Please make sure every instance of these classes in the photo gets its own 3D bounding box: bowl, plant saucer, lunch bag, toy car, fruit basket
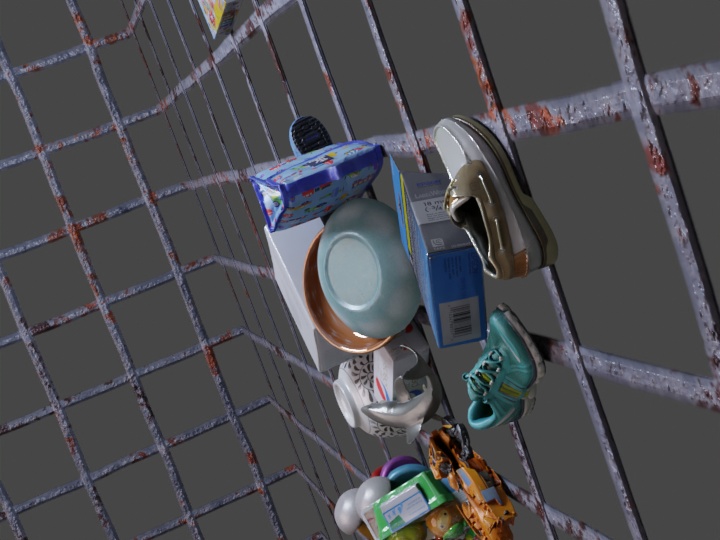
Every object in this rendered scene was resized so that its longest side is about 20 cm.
[{"bbox_3d":[0.012,0.216,1.798,0.201,0.094,0.201,58,161,32],"label":"bowl"},{"bbox_3d":[0.000,0.000,1.439,0.201,0.039,0.201,10,105,41],"label":"plant saucer"},{"bbox_3d":[-0.056,-0.122,1.432,0.094,0.150,0.200,69,165,-5],"label":"lunch bag"},{"bbox_3d":[0.066,0.399,1.792,0.200,0.175,0.150,-44,24,55],"label":"toy car"},{"bbox_3d":[-0.001,0.020,1.502,0.200,0.037,0.201,5,98,39],"label":"plant saucer"},{"bbox_3d":[0.112,0.422,1.607,0.094,0.185,0.200,25,-145,-58],"label":"fruit basket"}]

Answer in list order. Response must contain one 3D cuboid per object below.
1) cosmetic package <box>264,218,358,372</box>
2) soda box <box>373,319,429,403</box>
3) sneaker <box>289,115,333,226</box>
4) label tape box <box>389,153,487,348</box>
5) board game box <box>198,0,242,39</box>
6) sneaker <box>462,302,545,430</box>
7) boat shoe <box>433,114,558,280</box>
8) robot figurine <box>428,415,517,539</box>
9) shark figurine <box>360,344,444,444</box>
[{"bbox_3d":[-0.058,0.028,1.685,0.200,0.123,0.200,86,159,-66],"label":"cosmetic package"},{"bbox_3d":[0.062,0.158,1.598,0.068,0.064,0.200,58,163,33],"label":"soda box"},{"bbox_3d":[-0.053,-0.142,1.583,0.078,0.066,0.200,177,71,-87],"label":"sneaker"},{"bbox_3d":[0.091,-0.032,1.196,0.200,0.063,0.144,-105,4,-49],"label":"label tape box"},{"bbox_3d":[-0.260,-0.506,1.824,0.135,0.034,0.200,68,165,0],"label":"board game box"},{"bbox_3d":[0.159,0.119,1.167,0.078,0.080,0.200,56,160,39],"label":"sneaker"},{"bbox_3d":[0.119,-0.078,1.041,0.200,0.068,0.075,59,163,30],"label":"boat shoe"},{"bbox_3d":[0.157,0.306,1.485,0.200,0.058,0.145,54,159,40],"label":"robot figurine"},{"bbox_3d":[0.081,0.202,1.495,0.128,0.090,0.215,24,145,-3],"label":"shark figurine"}]
